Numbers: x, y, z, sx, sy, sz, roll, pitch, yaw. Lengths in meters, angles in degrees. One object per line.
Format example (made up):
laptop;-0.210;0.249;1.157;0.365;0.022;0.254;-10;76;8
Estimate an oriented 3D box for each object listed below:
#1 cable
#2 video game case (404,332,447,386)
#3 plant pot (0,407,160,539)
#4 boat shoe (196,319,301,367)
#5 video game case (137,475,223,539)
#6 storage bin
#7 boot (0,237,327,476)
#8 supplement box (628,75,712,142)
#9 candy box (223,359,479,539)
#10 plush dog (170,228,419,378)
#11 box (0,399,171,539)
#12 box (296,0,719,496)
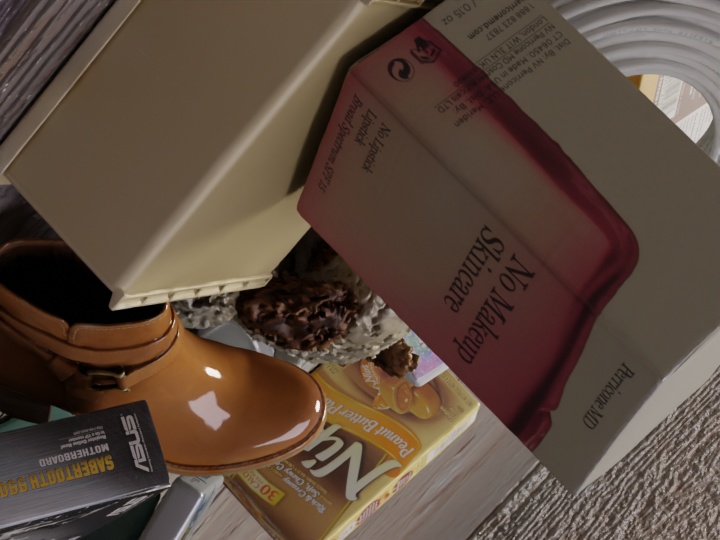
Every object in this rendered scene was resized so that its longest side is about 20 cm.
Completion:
cable;0.148;-0.080;1.125;0.199;0.200;0.069;-29;-151;26
video game case;0.083;-0.048;1.403;0.199;0.024;0.183;-33;122;-15
plant pot;-0.220;0.187;1.283;0.200;0.141;0.142;-45;170;-38
boat shoe;-0.093;0.079;1.451;0.067;0.074;0.200;-40;167;-27
video game case;-0.146;0.209;1.290;0.201;0.022;0.182;-59;179;-2
storage bin;-0.047;-0.090;1.043;0.200;0.094;0.198;-49;166;18
boot;-0.105;0.038;1.110;0.155;0.198;0.077;114;-10;-63
supplement box;0.163;-0.152;1.263;0.200;0.132;0.198;-33;143;-39
candy box;-0.011;0.140;1.788;0.200;0.115;0.055;-40;166;-16
plush dog;0.000;0.000;1.225;0.200;0.161;0.172;-39;-170;-15
box;-0.207;0.128;1.109;0.157;0.049;0.200;-13;169;-31
box;0.083;-0.019;1.002;0.109;0.200;0.128;-37;165;-30
